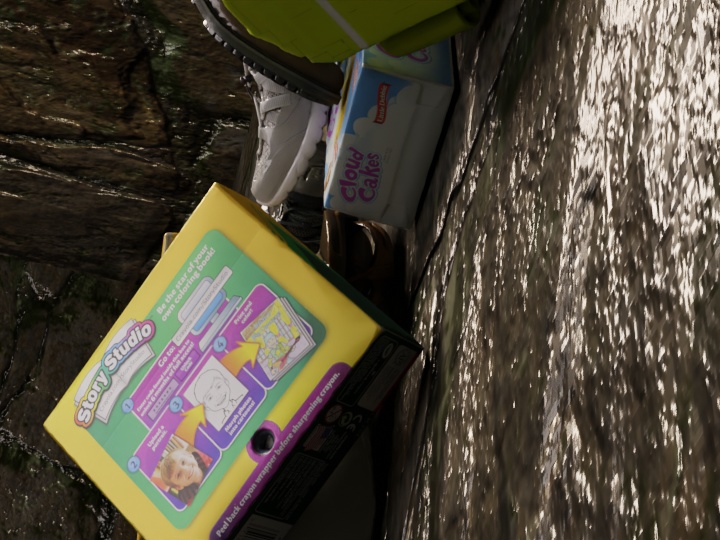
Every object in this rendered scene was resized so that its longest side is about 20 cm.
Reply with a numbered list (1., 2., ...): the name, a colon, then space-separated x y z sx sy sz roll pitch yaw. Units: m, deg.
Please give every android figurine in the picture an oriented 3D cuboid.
1. android figurine: -0.009 -0.198 1.029 0.200 0.182 0.041 -21 41 36

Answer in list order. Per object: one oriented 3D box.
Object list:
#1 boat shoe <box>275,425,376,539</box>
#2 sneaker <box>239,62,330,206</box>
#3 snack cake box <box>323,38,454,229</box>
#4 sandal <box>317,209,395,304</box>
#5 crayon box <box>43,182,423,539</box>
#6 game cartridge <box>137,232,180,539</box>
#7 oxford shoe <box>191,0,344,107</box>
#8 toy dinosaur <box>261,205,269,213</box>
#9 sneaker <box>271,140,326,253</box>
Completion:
1. boat shoe: -0.019 0.133 1.096 0.072 0.070 0.201 70 -163 -55
2. sneaker: -0.061 -0.149 1.267 0.075 0.082 0.200 -126 49 -81
3. snack cake box: 0.019 -0.133 1.211 0.200 0.067 0.115 -89 15 -59
4. sandal: 0.000 0.000 1.208 0.200 0.055 0.082 16 -102 -83
5. crayon box: -0.085 0.074 1.057 0.173 0.058 0.200 41 97 35
6. game cartridge: -0.141 0.098 1.229 0.176 0.032 0.200 111 161 -64
7. oxford shoe: -0.072 -0.196 1.191 0.084 0.200 0.073 -47 -21 11
8. toy dinosaur: -0.098 0.020 1.761 0.105 0.200 0.182 -46 -44 -17
9. sneaker: -0.043 -0.056 1.523 0.199 0.076 0.114 -105 26 -80
